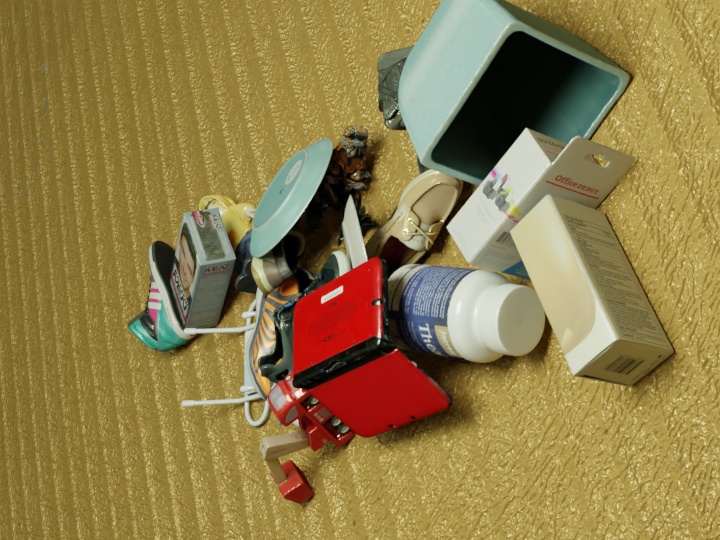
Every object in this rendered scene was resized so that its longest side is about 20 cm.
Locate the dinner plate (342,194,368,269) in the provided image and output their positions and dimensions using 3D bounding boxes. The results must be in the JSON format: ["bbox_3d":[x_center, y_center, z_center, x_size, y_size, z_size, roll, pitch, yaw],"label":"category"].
[{"bbox_3d":[0.000,0.000,1.634,0.200,0.024,0.201,168,90,-87],"label":"dinner plate"}]

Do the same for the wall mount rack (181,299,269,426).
[{"bbox_3d":[-0.197,0.139,1.900,0.173,0.074,0.201,-19,65,47],"label":"wall mount rack"}]

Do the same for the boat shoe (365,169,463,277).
[{"bbox_3d":[0.072,-0.051,1.618,0.200,0.073,0.069,-53,26,40],"label":"boat shoe"}]

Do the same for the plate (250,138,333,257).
[{"bbox_3d":[-0.107,-0.109,1.756,0.200,0.026,0.201,-49,19,24],"label":"plate"}]

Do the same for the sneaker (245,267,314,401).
[{"bbox_3d":[-0.106,0.088,1.800,0.112,0.077,0.201,-19,65,48],"label":"sneaker"}]

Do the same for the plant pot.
[{"bbox_3d":[0.158,-0.233,1.484,0.196,0.196,0.200,-56,38,24],"label":"plant pot"}]

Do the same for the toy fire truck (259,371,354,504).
[{"bbox_3d":[-0.087,0.229,1.687,0.141,0.200,0.049,-37,48,2],"label":"toy fire truck"}]

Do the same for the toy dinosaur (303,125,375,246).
[{"bbox_3d":[-0.032,-0.115,1.776,0.201,0.101,0.136,94,175,-49],"label":"toy dinosaur"}]

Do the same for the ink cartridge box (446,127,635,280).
[{"bbox_3d":[0.208,-0.089,1.435,0.200,0.115,0.068,-51,46,27],"label":"ink cartridge box"}]

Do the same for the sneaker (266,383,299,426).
[{"bbox_3d":[-0.052,0.132,1.738,0.088,0.074,0.201,38,112,34],"label":"sneaker"}]

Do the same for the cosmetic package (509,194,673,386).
[{"bbox_3d":[0.252,0.022,1.362,0.071,0.105,0.201,-46,47,33],"label":"cosmetic package"}]

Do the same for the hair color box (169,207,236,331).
[{"bbox_3d":[-0.251,0.001,1.949,0.200,0.060,0.099,114,140,-53],"label":"hair color box"}]

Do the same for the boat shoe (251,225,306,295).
[{"bbox_3d":[-0.111,-0.036,1.822,0.064,0.073,0.200,-16,34,17],"label":"boat shoe"}]

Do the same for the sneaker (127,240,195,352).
[{"bbox_3d":[-0.346,0.058,2.105,0.121,0.083,0.201,-38,53,26],"label":"sneaker"}]

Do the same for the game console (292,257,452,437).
[{"bbox_3d":[0.012,0.100,1.551,0.200,0.118,0.173,-29,54,49],"label":"game console"}]

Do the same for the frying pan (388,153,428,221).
[{"bbox_3d":[0.105,-0.127,1.638,0.115,0.031,0.191,32,108,50],"label":"frying pan"}]

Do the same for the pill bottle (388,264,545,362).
[{"bbox_3d":[0.124,0.053,1.502,0.199,0.111,0.112,6,84,51],"label":"pill bottle"}]

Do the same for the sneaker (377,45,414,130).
[{"bbox_3d":[0.090,-0.248,1.659,0.199,0.076,0.115,-7,76,53],"label":"sneaker"}]

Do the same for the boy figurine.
[{"bbox_3d":[-0.196,-0.059,1.963,0.125,0.064,0.200,-60,44,30],"label":"boy figurine"}]

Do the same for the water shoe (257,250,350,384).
[{"bbox_3d":[-0.076,0.063,1.655,0.201,0.079,0.071,-69,21,8],"label":"water shoe"}]
